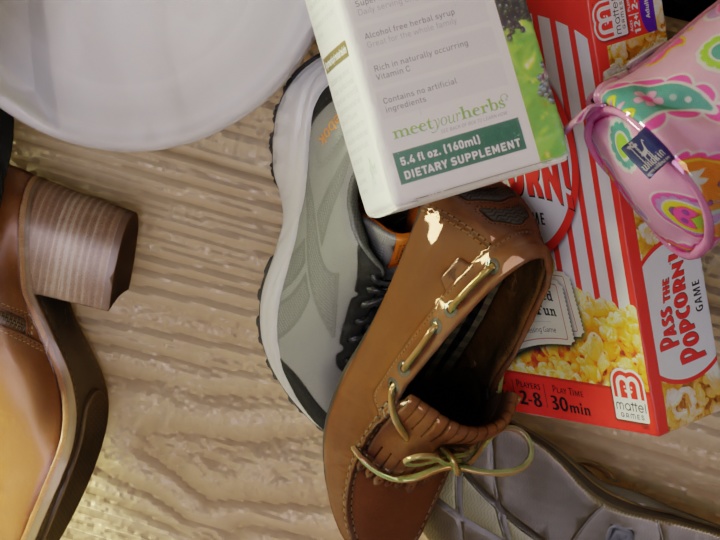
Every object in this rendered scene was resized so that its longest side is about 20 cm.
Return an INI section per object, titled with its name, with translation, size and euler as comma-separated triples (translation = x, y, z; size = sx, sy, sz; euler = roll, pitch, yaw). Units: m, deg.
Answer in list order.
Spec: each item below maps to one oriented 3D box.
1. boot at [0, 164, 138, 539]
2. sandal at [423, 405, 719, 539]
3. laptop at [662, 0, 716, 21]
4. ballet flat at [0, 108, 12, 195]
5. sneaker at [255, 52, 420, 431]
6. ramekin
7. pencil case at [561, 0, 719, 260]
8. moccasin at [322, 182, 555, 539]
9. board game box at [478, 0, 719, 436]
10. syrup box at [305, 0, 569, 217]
[boot]
translation = -0.202, 0.043, 1.350
size = 0.154, 0.077, 0.201
euler = 13, 105, 7
[sandal]
translation = 0.111, 0.124, 1.314
size = 0.199, 0.054, 0.081
euler = 22, 108, 5
[laptop]
translation = 0.100, -0.237, 1.240
size = 0.176, 0.104, 0.201
euler = 15, 133, 9
[ballet flat]
translation = -0.199, -0.046, 1.278
size = 0.068, 0.068, 0.201
euler = -6, 72, 5
[sneaker]
translation = 0.000, 0.000, 1.269
size = 0.079, 0.074, 0.201
euler = 38, 138, 45
[ramekin]
translation = -0.101, -0.161, 1.263
size = 0.201, 0.094, 0.204
euler = 3, 106, 11
[pencil case]
translation = 0.180, -0.095, 1.141
size = 0.200, 0.087, 0.088
euler = -41, 94, -13
[moccasin]
translation = 0.039, 0.056, 1.238
size = 0.078, 0.073, 0.202
euler = 51, 128, 38
[board game box]
translation = 0.084, -0.034, 1.238
size = 0.151, 0.046, 0.201
euler = 6, 110, 53
[syrup box]
translation = 0.017, -0.130, 1.150
size = 0.078, 0.081, 0.201
euler = -16, 91, -8
